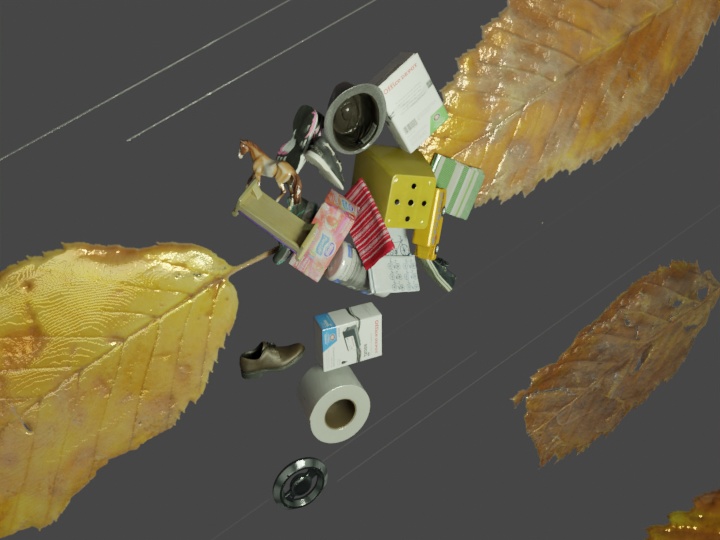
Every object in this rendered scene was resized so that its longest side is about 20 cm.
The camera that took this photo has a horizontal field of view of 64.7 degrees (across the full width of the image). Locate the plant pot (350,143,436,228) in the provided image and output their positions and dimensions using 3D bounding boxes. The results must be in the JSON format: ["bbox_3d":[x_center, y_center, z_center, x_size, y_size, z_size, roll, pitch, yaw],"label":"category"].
[{"bbox_3d":[0.096,-0.209,1.516,0.193,0.176,0.207,-1,114,-26],"label":"plant pot"}]

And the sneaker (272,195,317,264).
[{"bbox_3d":[-0.190,-0.112,1.492,0.090,0.078,0.203,32,110,-3],"label":"sneaker"}]

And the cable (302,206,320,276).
[{"bbox_3d":[-0.128,-0.079,1.542,0.094,0.050,0.206,15,106,-25],"label":"cable"}]

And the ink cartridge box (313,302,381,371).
[{"bbox_3d":[-0.036,0.196,1.698,0.193,0.084,0.150,-13,119,-21],"label":"ink cartridge box"}]

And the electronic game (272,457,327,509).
[{"bbox_3d":[-0.198,0.707,1.885,0.193,0.042,0.207,-12,117,-23],"label":"electronic game"}]

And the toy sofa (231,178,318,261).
[{"bbox_3d":[-0.204,-0.112,1.355,0.197,0.098,0.084,35,53,-4],"label":"toy sofa"}]

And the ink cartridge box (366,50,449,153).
[{"bbox_3d":[0.121,-0.438,1.475,0.145,0.084,0.202,-40,123,-4],"label":"ink cartridge box"}]

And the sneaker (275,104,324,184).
[{"bbox_3d":[-0.139,-0.302,1.417,0.085,0.080,0.203,-4,132,-55],"label":"sneaker"}]

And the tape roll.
[{"bbox_3d":[-0.084,0.397,1.737,0.196,0.139,0.210,-11,118,-20],"label":"tape roll"}]

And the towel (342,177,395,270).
[{"bbox_3d":[0.010,-0.117,1.485,0.022,0.144,0.205,-20,81,-37],"label":"towel"}]

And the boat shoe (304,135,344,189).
[{"bbox_3d":[-0.078,-0.268,1.434,0.062,0.073,0.200,-58,153,-5],"label":"boat shoe"}]

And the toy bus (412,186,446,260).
[{"bbox_3d":[0.194,-0.135,1.616,0.078,0.063,0.208,-14,115,-61],"label":"toy bus"}]

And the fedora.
[{"bbox_3d":[-0.025,-0.391,1.408,0.173,0.091,0.202,-30,145,-5],"label":"fedora"}]

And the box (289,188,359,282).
[{"bbox_3d":[-0.093,-0.090,1.461,0.093,0.103,0.203,31,116,-6],"label":"box"}]

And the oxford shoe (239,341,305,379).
[{"bbox_3d":[-0.250,0.240,1.620,0.194,0.073,0.087,-16,118,-19],"label":"oxford shoe"}]

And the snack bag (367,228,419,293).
[{"bbox_3d":[0.086,-0.039,1.601,0.184,0.021,0.208,0,77,-41],"label":"snack bag"}]

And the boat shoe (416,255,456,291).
[{"bbox_3d":[0.236,-0.012,1.746,0.063,0.074,0.200,-50,128,-5],"label":"boat shoe"}]

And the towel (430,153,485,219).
[{"bbox_3d":[0.270,-0.247,1.680,0.194,0.023,0.157,13,107,-32],"label":"towel"}]

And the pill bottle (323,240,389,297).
[{"bbox_3d":[0.000,0.000,1.605,0.196,0.114,0.116,22,103,-32],"label":"pill bottle"}]

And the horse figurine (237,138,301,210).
[{"bbox_3d":[-0.216,-0.227,1.382,0.050,0.194,0.137,-33,142,-65],"label":"horse figurine"}]
